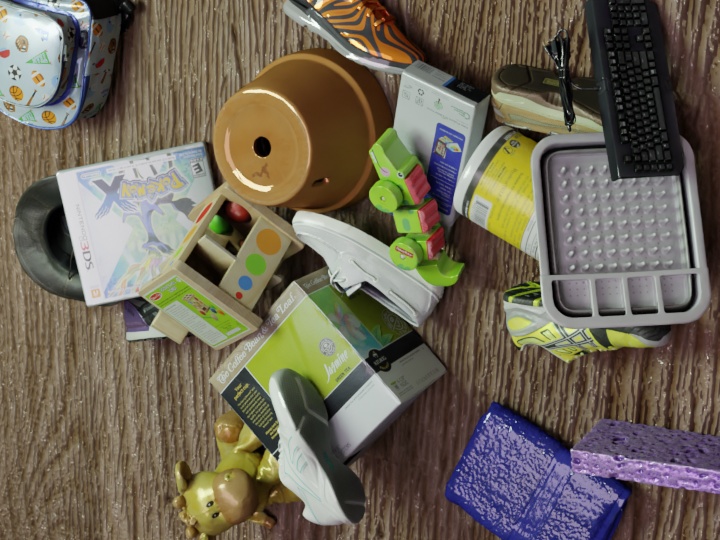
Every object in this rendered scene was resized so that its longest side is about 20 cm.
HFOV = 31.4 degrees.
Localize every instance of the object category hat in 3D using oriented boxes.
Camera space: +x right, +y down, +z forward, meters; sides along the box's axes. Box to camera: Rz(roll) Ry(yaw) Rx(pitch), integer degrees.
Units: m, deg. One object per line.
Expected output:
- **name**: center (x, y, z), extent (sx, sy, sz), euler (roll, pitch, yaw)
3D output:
- **hat**: center (-0.370, -0.052, 1.750), extent (0.200, 0.081, 0.201), euler (6, 112, 15)

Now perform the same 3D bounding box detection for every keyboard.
- **keyboard**: center (0.256, -0.188, 1.301), extent (0.127, 0.021, 0.201), euler (-5, 74, -5)

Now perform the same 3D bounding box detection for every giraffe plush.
- **giraffe plush**: center (-0.167, 0.280, 1.674), extent (0.173, 0.162, 0.200), euler (49, 121, 9)

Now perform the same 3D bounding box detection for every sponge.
- **sponge**: center (0.339, 0.202, 1.386), extent (0.199, 0.111, 0.030), euler (4, 104, 29)

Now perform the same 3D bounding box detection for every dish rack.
- **dish rack**: center (0.259, -0.040, 1.298), extent (0.171, 0.044, 0.201), euler (-3, 80, -3)

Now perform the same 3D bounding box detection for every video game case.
- **video game case**: center (-0.280, -0.060, 1.672), extent (0.199, 0.022, 0.183), euler (-11, 98, 2)

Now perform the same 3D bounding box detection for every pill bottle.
- **pill bottle**: center (0.211, -0.064, 1.387), extent (0.200, 0.111, 0.112), euler (33, 118, 17)

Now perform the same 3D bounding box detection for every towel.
- **towel**: center (0.211, 0.264, 1.521), extent (0.200, 0.050, 0.148), euler (32, 111, 20)

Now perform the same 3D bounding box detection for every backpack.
- **backpack**: center (-0.410, -0.282, 1.674), extent (0.200, 0.154, 0.191), euler (20, 124, 21)

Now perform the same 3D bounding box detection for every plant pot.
- **plant pot**: center (-0.079, -0.157, 1.514), extent (0.200, 0.140, 0.201), euler (8, 107, 28)

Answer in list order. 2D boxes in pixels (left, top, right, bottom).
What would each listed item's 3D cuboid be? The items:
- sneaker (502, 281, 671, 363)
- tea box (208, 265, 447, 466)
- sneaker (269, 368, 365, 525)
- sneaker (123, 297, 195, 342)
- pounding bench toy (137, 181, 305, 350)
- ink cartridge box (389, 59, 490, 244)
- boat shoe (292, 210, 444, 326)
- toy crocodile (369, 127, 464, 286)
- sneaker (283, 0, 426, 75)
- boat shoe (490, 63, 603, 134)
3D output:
- **sneaker**: center (0.254, 0.063, 1.428), extent (0.200, 0.075, 0.077), euler (11, 117, 39)
- **tea box**: center (-0.042, 0.128, 1.576), extent (0.197, 0.134, 0.200), euler (48, 121, 9)
- **sneaker**: center (-0.069, 0.213, 1.496), extent (0.080, 0.070, 0.201), euler (-19, 97, 35)
- **sneaker**: center (-0.243, 0.044, 1.708), extent (0.200, 0.076, 0.088), euler (-7, 94, 32)
- **pounding bench toy**: center (-0.182, -0.002, 1.595), extent (0.124, 0.156, 0.200), euler (37, 150, -16)
- **ink cartridge box**: center (0.083, -0.133, 1.464), extent (0.099, 0.039, 0.200), euler (29, 135, 20)
- **boat shoe**: center (0.000, 0.000, 1.523), extent (0.200, 0.072, 0.069), euler (31, 76, -6)
- **toy crocodile**: center (0.062, -0.068, 1.455), extent (0.062, 0.068, 0.200), euler (0, 122, 37)
- **sneaker**: center (0.002, -0.307, 1.460), extent (0.200, 0.078, 0.112), euler (33, 119, 19)
- **boat shoe**: center (0.237, -0.164, 1.379), extent (0.200, 0.072, 0.076), euler (21, 140, 23)
